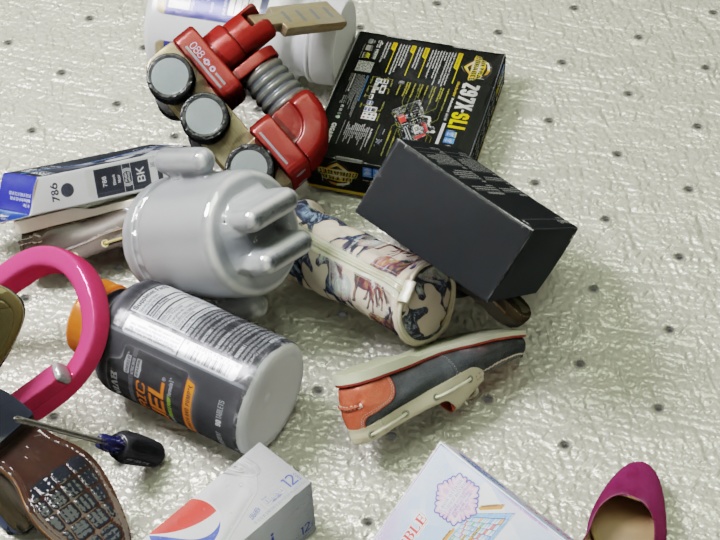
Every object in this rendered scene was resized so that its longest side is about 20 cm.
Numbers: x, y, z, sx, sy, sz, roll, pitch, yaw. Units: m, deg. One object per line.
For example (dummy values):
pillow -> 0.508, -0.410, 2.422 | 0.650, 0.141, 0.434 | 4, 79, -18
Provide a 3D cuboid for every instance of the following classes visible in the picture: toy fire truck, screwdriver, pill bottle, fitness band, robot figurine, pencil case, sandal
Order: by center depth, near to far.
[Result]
screwdriver -> -0.223, 0.136, 1.455 | 0.029, 0.200, 0.028 | -1, 76, 32
pill bottle -> -0.157, 0.074, 1.551 | 0.199, 0.106, 0.106 | 23, 51, 23
fitness band -> -0.303, 0.064, 1.552 | 0.200, 0.037, 0.144 | -32, 59, 20
robot figurine -> -0.135, -0.030, 1.598 | 0.200, 0.170, 0.113 | -1, 19, 45
pencil case -> 0.000, 0.000, 1.600 | 0.200, 0.089, 0.078 | 26, 95, 44
sandal -> 0.077, 0.006, 1.637 | 0.082, 0.055, 0.200 | 16, 18, -49
toy fire truck -> -0.081, -0.178, 1.711 | 0.200, 0.129, 0.176 | -41, 84, -5
pill bottle -> -0.111, -0.249, 1.846 | 0.199, 0.120, 0.120 | 10, 48, 12

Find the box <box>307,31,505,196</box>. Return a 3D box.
box -> 0.048, -0.153, 1.797 | 0.159, 0.049, 0.200 | 11, 48, 10

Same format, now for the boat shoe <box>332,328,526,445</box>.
boat shoe -> 0.065, 0.095, 1.549 | 0.199, 0.063, 0.071 | -16, 2, -34

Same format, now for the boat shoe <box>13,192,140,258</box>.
boat shoe -> -0.224, -0.040, 1.696 | 0.199, 0.060, 0.072 | -12, 7, -13

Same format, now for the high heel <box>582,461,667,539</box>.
high heel -> 0.206, 0.211, 1.410 | 0.067, 0.096, 0.200 | 10, 48, 12

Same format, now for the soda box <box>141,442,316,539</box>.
soda box -> -0.127, 0.230, 1.428 | 0.063, 0.068, 0.200 | 34, 57, 30

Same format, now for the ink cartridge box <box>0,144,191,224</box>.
ink cartridge box -> -0.265, -0.084, 1.695 | 0.199, 0.039, 0.099 | -16, 13, -29

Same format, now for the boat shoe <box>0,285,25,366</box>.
boat shoe -> -0.350, 0.086, 1.511 | 0.072, 0.201, 0.066 | 40, 13, 1

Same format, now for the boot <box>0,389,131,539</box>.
boot -> -0.257, 0.187, 1.472 | 0.075, 0.097, 0.200 | -35, 66, -27

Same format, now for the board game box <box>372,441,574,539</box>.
board game box -> 0.081, 0.265, 1.332 | 0.199, 0.041, 0.200 | 37, 93, 31

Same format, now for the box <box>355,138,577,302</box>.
box -> 0.097, -0.044, 1.559 | 0.141, 0.079, 0.200 | 32, 11, 14
